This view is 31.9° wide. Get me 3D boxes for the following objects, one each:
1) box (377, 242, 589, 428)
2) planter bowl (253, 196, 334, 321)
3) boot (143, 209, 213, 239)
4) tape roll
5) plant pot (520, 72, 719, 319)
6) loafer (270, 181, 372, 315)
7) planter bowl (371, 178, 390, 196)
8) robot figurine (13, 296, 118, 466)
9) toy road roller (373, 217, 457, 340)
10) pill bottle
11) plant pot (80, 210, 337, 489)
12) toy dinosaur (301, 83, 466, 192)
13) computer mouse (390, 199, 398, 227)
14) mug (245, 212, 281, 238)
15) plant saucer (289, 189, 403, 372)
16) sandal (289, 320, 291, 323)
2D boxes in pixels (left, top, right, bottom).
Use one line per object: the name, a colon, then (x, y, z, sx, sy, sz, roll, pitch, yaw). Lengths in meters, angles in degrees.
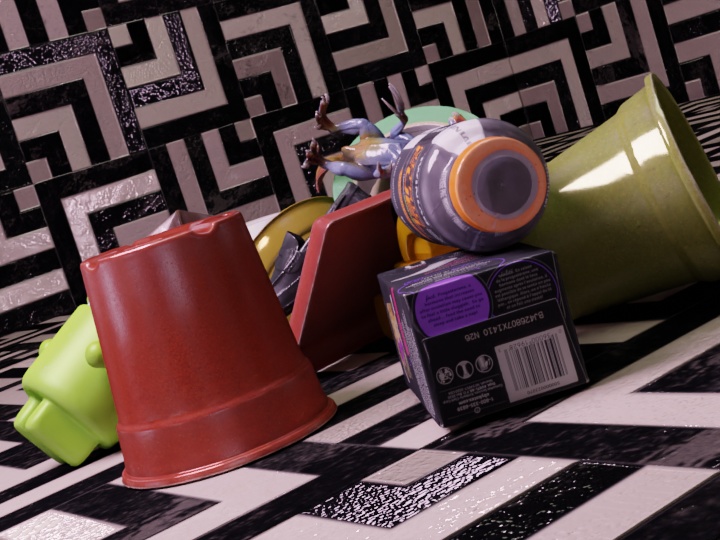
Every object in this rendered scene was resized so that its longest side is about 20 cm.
box: (0.091, 0.043, 1.010, 0.122, 0.106, 0.200, -16, 6, -3)
planter bowl: (-0.051, 0.020, 1.495, 0.200, 0.201, 0.083, -22, 43, -34)
boot: (-0.229, 0.037, 1.500, 0.186, 0.201, 0.064, -22, 8, -35)
tape roll: (0.069, -0.100, 1.450, 0.200, 0.048, 0.201, -10, 51, 13)
plant pot: (0.226, -0.047, 1.137, 0.184, 0.201, 0.200, -27, 3, 21)
loafer: (-0.061, -0.012, 1.367, 0.200, 0.070, 0.068, -43, -1, 4)
planter bowl: (0.098, -0.111, 1.589, 0.199, 0.135, 0.200, -10, -21, -4)
robot figurine: (-0.260, 0.098, 1.276, 0.200, 0.116, 0.175, -55, 21, -21)
toy road roller: (0.087, -0.006, 1.256, 0.123, 0.146, 0.200, -19, 7, -17)
pill bottle: (0.091, -0.070, 1.028, 0.106, 0.107, 0.200, -19, 6, -7)
plant pot: (-0.144, 0.061, 1.106, 0.200, 0.196, 0.201, -17, 7, 2)
toy dinosaur: (0.036, -0.136, 1.368, 0.181, 0.105, 0.200, 15, -10, 7)
computer mouse: (0.072, -0.041, 1.305, 0.034, 0.200, 0.059, 32, 72, 28)
mug: (-0.132, 0.015, 1.645, 0.186, 0.154, 0.149, -20, 7, -12)
plant saucer: (0.000, 0.000, 1.312, 0.037, 0.201, 0.199, 34, 37, 28)
sandal: (-0.025, 0.048, 1.426, 0.200, 0.043, 0.076, -15, -42, -57)
